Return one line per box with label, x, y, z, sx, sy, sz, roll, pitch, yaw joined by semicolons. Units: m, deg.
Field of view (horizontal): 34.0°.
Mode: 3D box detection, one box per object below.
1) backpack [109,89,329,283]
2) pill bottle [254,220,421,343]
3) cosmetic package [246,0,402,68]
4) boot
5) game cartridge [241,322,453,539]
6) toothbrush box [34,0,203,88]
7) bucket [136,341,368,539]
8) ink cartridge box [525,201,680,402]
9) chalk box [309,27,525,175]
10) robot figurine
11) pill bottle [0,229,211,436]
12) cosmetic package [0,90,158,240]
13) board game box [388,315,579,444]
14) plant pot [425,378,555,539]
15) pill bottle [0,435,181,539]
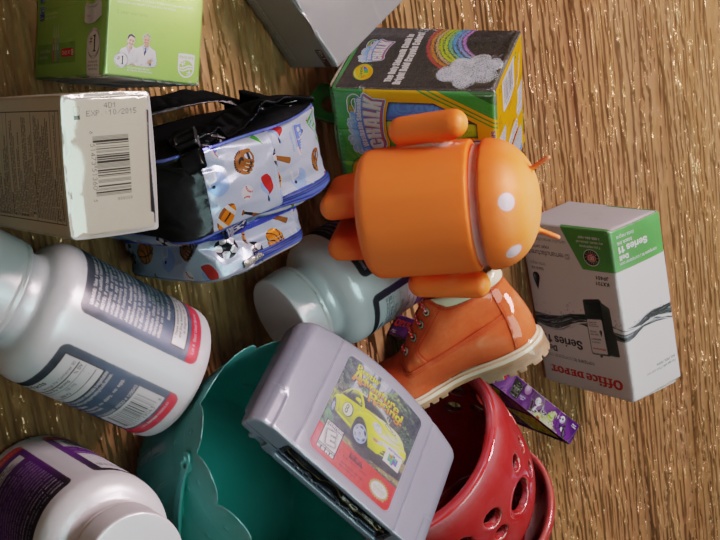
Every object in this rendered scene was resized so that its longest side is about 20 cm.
backpack;-0.121;-0.078;1.000;0.190;0.199;0.155;-33;120;-36
pill bottle;0.000;0.000;1.131;0.199;0.111;0.112;-32;114;-30
cosmetic package;-0.009;-0.292;1.113;0.200;0.090;0.107;-45;120;-20
boot;0.065;0.065;1.104;0.108;0.199;0.075;59;18;-18
game cartridge;-0.003;0.142;1.017;0.200;0.041;0.133;43;41;-18
toothbrush box;-0.192;-0.250;0.941;0.086;0.145;0.202;-1;96;-36
bucket;-0.089;0.177;1.041;0.206;0.135;0.208;21;55;-33
ink cartridge box;0.270;0.033;1.325;0.083;0.146;0.201;-22;108;-31
chalk box;0.046;-0.147;1.111;0.125;0.199;0.125;-63;151;-48
robot figurine;0.068;-0.055;1.012;0.117;0.199;0.145;42;46;-70
pill bottle;-0.234;0.047;0.966;0.200;0.119;0.120;32;77;-34
cosmetic package;-0.233;-0.084;0.899;0.071;0.199;0.106;-9;103;-36
board game box;0.132;0.116;1.250;0.200;0.120;0.032;38;73;-34
plant pot;0.083;0.218;1.183;0.201;0.200;0.183;-55;134;-18
pill bottle;-0.223;0.207;0.944;0.111;0.199;0.112;-5;99;-35
